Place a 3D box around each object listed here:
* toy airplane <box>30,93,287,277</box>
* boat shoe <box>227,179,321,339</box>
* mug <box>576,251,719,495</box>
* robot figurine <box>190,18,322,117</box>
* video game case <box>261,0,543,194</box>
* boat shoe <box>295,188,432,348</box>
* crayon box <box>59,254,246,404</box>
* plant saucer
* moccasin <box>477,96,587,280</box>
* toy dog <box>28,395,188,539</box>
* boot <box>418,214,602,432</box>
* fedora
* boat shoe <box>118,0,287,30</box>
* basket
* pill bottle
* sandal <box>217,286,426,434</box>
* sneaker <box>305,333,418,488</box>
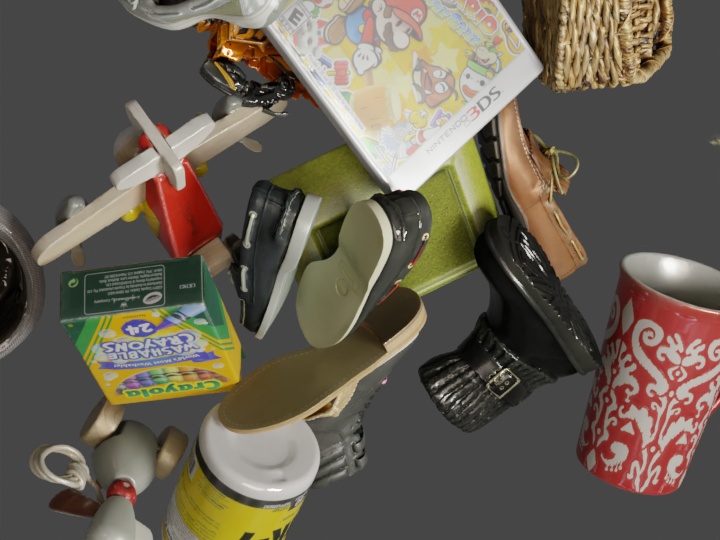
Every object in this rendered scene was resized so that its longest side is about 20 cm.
[{"bbox_3d":[-0.175,-0.083,1.587,0.199,0.141,0.200,2,127,-45],"label":"toy airplane"},{"bbox_3d":[-0.082,-0.012,1.576,0.060,0.076,0.201,23,141,-1],"label":"boat shoe"},{"bbox_3d":[0.304,0.105,1.746,0.176,0.134,0.202,11,110,-12],"label":"mug"},{"bbox_3d":[-0.049,-0.200,1.581,0.198,0.146,0.058,12,151,-22],"label":"robot figurine"},{"bbox_3d":[0.038,-0.190,1.542,0.182,0.023,0.200,-43,111,-13],"label":"video game case"},{"bbox_3d":[0.001,0.002,1.573,0.063,0.074,0.202,-17,156,-34],"label":"boat shoe"},{"bbox_3d":[-0.177,0.062,1.611,0.124,0.052,0.200,-7,151,5],"label":"crayon box"},{"bbox_3d":[0.029,-0.036,1.647,0.199,0.048,0.200,-25,136,-1],"label":"plant saucer"},{"bbox_3d":[0.162,-0.081,1.682,0.077,0.074,0.203,-24,112,-3],"label":"moccasin"},{"bbox_3d":[-0.231,0.203,1.668,0.132,0.200,0.097,39,118,5],"label":"toy dog"},{"bbox_3d":[0.115,0.056,1.685,0.157,0.080,0.212,-24,127,16],"label":"boot"},{"bbox_3d":[-0.378,0.000,1.606,0.198,0.090,0.179,5,110,-18],"label":"fedora"},{"bbox_3d":[-0.143,-0.241,1.514,0.065,0.201,0.075,26,83,-44],"label":"boat shoe"},{"bbox_3d":[0.224,-0.264,1.593,0.147,0.143,0.202,-5,109,-9],"label":"basket"},{"bbox_3d":[-0.119,0.220,1.688,0.113,0.115,0.201,13,132,-14],"label":"pill bottle"},{"bbox_3d":[-0.024,0.102,1.649,0.211,0.078,0.070,-34,135,-10],"label":"sandal"},{"bbox_3d":[-0.007,0.128,1.732,0.199,0.071,0.099,-38,113,10],"label":"sneaker"}]
